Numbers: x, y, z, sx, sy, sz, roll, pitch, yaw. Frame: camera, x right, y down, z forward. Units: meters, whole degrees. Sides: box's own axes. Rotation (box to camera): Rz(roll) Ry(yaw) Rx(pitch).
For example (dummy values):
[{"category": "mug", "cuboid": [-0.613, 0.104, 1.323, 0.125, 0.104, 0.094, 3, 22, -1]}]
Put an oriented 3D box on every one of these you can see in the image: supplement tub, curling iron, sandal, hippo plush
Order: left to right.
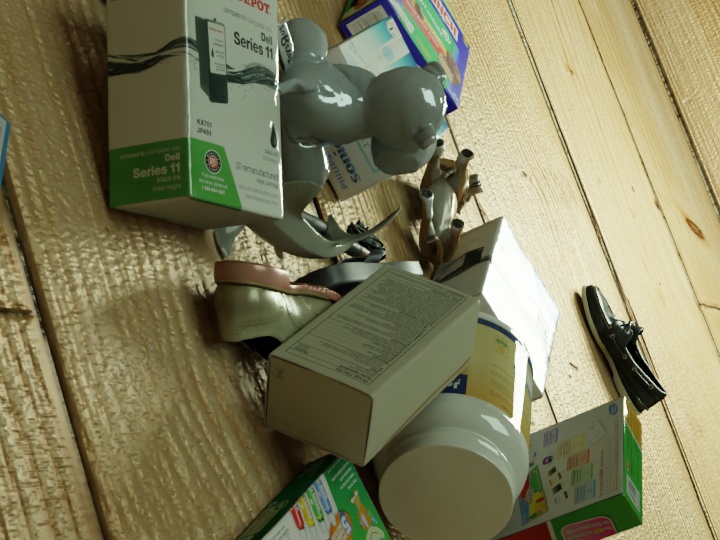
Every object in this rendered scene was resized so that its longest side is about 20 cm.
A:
[{"category": "curling iron", "cuboid": [-0.039, -0.041, 1.507, 0.199, 0.026, 0.050, 18, 30, -54]}, {"category": "sandal", "cuboid": [0.000, 0.000, 1.480, 0.200, 0.076, 0.043, 2, 65, -64]}, {"category": "hippo plush", "cuboid": [0.001, -0.169, 1.461, 0.201, 0.159, 0.161, 91, -1, -58]}, {"category": "supplement tub", "cuboid": [0.087, 0.146, 1.436, 0.145, 0.144, 0.201, 54, 25, -24]}]

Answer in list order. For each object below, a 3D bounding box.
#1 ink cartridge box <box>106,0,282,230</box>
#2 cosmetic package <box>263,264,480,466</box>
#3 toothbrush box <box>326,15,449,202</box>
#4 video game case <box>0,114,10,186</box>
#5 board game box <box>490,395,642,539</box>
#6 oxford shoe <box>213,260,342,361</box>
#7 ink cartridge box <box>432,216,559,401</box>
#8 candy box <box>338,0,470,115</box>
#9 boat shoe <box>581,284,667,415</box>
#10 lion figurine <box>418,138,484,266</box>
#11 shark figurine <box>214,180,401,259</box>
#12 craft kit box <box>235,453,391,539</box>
[{"category": "ink cartridge box", "cuboid": [-0.134, -0.144, 1.257, 0.146, 0.082, 0.202, 10, 75, -61]}, {"category": "cosmetic package", "cuboid": [0.013, 0.076, 1.321, 0.200, 0.103, 0.074, -37, 141, -51]}, {"category": "toothbrush box", "cuboid": [0.006, -0.178, 1.660, 0.147, 0.085, 0.200, 62, 24, -7]}, {"category": "video game case", "cuboid": [-0.290, -0.065, 0.994, 0.143, 0.018, 0.201, 45, 30, -40]}, {"category": "board game box", "cuboid": [0.174, 0.214, 1.484, 0.040, 0.199, 0.153, 55, 25, -22]}, {"category": "oxford shoe", "cuboid": [-0.071, 0.043, 1.323, 0.200, 0.070, 0.075, 22, 73, -59]}, {"category": "ink cartridge box", "cuboid": [0.149, 0.052, 1.739, 0.146, 0.083, 0.200, 58, 24, -17]}, {"category": "candy box", "cuboid": [0.060, -0.291, 1.896, 0.170, 0.077, 0.201, 55, 24, -23]}, {"category": "boat shoe", "cuboid": [0.380, 0.105, 2.206, 0.074, 0.066, 0.201, -3, 70, -65]}, {"category": "lion figurine", "cuboid": [0.092, -0.065, 1.755, 0.123, 0.072, 0.201, 99, 10, -48]}, {"category": "shark figurine", "cuboid": [-0.052, -0.054, 1.380, 0.214, 0.089, 0.129, 31, 42, -34]}, {"category": "craft kit box", "cuboid": [-0.016, 0.268, 1.224, 0.199, 0.048, 0.200, 65, 23, -7]}]
